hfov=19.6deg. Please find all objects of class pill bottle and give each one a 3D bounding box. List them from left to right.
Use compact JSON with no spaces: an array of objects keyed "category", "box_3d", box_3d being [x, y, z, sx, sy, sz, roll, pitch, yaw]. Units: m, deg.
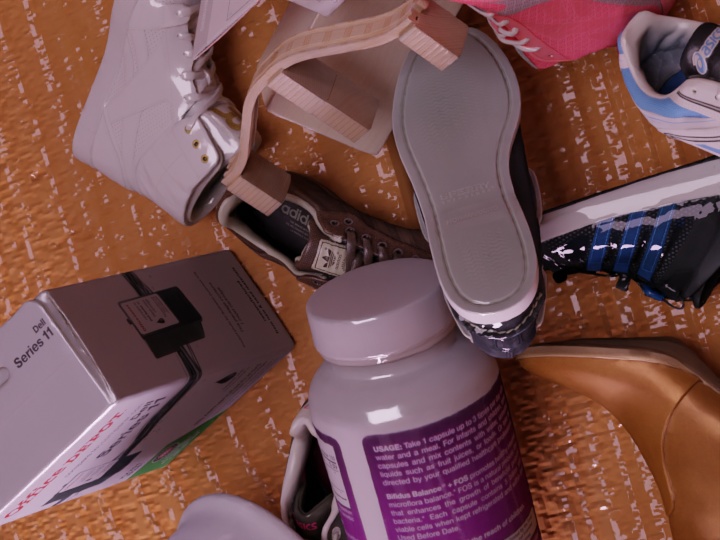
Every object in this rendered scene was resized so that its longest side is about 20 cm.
[{"category":"pill bottle","box_3d":[0.034,0.099,1.197,0.112,0.112,0.200,-2,114,30]}]

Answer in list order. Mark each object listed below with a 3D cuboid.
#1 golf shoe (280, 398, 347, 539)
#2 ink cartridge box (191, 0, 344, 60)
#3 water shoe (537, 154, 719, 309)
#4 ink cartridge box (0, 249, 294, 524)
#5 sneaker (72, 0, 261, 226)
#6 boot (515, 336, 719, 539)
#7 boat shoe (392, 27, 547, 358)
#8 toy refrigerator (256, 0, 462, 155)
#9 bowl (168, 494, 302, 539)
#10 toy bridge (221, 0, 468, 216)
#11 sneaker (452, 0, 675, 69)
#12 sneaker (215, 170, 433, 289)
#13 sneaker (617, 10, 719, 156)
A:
[{"category":"golf shoe","box_3d":[-0.021,0.166,1.282,0.077,0.088,0.200,4,100,28]},{"category":"ink cartridge box","box_3d":[-0.026,-0.232,1.192,0.176,0.045,0.200,-38,39,50]},{"category":"water shoe","box_3d":[0.162,-0.012,1.160,0.200,0.071,0.079,-18,90,31]},{"category":"ink cartridge box","box_3d":[-0.156,0.071,1.280,0.147,0.200,0.083,-42,76,28]},{"category":"sneaker","box_3d":[-0.099,-0.124,1.296,0.116,0.074,0.200,35,125,19]},{"category":"boot","box_3d":[0.179,0.112,1.166,0.201,0.071,0.144,4,96,24]},{"category":"boat shoe","box_3d":[0.061,-0.044,1.152,0.076,0.060,0.200,-7,56,8]},{"category":"toy refrigerator","box_3d":[0.018,-0.175,1.207,0.076,0.070,0.200,21,114,-20]},{"category":"bowl","box_3d":[-0.077,0.243,1.266,0.201,0.090,0.201,33,139,35]},{"category":"toy bridge","box_3d":[-0.022,-0.100,1.161,0.067,0.027,0.200,33,139,-18]},{"category":"sneaker","box_3d":[0.095,-0.143,1.115,0.074,0.200,0.087,52,132,40]},{"category":"sneaker","box_3d":[0.000,0.000,1.252,0.200,0.076,0.070,24,108,26]},{"category":"sneaker","box_3d":[0.207,-0.089,1.069,0.200,0.072,0.072,23,74,50]}]
